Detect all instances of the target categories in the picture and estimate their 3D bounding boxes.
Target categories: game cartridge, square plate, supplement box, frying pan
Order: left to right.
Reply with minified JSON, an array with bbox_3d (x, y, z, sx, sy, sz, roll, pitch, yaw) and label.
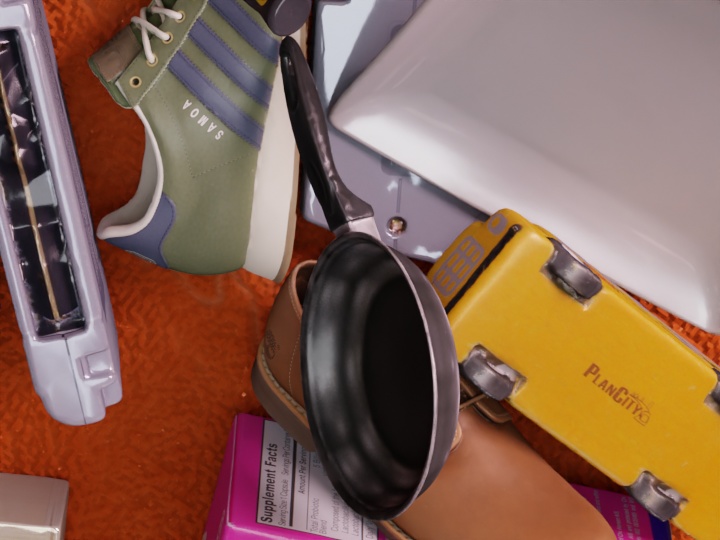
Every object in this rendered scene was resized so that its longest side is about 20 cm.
[{"bbox_3d":[-0.135,-0.049,1.104,0.041,0.133,0.200,-11,105,1],"label":"game cartridge"},{"bbox_3d":[-0.005,0.012,1.089,0.031,0.190,0.115,-4,144,-27],"label":"frying pan"},{"bbox_3d":[0.029,0.146,1.176,0.200,0.103,0.101,12,115,-4],"label":"supplement box"},{"bbox_3d":[0.076,-0.065,1.161,0.200,0.040,0.133,4,102,-4],"label":"game cartridge"},{"bbox_3d":[0.111,-0.066,1.078,0.200,0.028,0.198,28,146,-10],"label":"square plate"}]

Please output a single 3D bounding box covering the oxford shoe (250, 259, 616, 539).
[{"bbox_3d":[0.031,0.067,1.122,0.200,0.071,0.071,37,137,26],"label":"oxford shoe"}]

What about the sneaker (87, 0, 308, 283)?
[{"bbox_3d":[-0.069,-0.092,1.129,0.090,0.067,0.200,2,107,-6],"label":"sneaker"}]

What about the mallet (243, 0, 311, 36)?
[{"bbox_3d":[-0.058,-0.143,1.056,0.041,0.200,0.066,29,94,-33],"label":"mallet"}]

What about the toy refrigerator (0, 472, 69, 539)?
[{"bbox_3d":[-0.177,0.194,1.202,0.076,0.070,0.200,6,104,-4],"label":"toy refrigerator"}]

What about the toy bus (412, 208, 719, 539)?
[{"bbox_3d":[0.103,0.043,1.135,0.200,0.078,0.065,36,97,-32],"label":"toy bus"}]
